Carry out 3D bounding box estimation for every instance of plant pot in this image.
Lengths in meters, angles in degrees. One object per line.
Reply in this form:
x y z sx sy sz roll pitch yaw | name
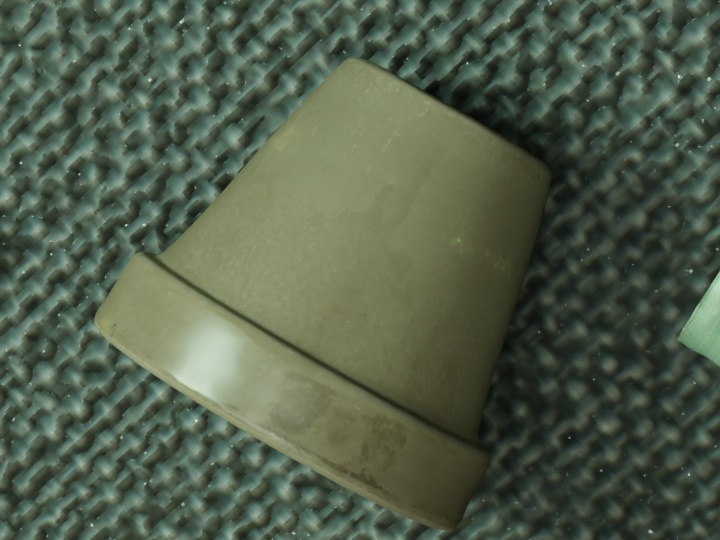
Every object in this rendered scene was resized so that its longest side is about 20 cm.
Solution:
0.000 0.000 1.358 0.200 0.200 0.175 30 92 4 | plant pot

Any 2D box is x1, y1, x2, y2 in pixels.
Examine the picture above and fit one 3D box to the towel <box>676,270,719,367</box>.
0.274 0.025 1.373 0.200 0.023 0.153 32 110 4 | towel
